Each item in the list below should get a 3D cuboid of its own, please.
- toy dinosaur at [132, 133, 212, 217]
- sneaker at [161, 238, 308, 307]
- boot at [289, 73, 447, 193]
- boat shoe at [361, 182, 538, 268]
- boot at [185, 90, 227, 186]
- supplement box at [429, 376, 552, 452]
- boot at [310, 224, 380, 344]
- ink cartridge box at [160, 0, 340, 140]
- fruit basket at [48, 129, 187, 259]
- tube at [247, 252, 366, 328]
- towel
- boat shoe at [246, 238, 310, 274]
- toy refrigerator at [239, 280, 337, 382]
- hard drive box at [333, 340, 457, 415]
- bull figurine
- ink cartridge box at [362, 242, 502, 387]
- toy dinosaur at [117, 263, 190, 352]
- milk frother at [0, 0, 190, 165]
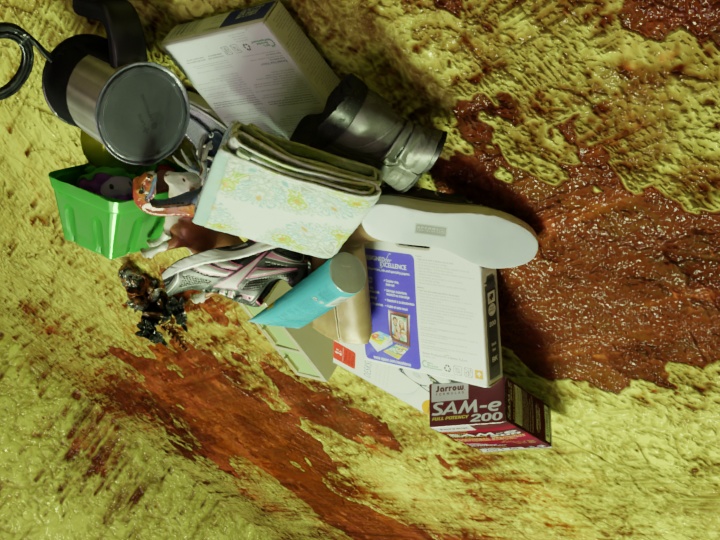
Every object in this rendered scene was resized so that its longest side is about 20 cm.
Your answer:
[{"bbox_3d":[-0.165,-0.083,1.151,0.105,0.179,0.202,88,156,-71],"label":"toy dinosaur"},{"bbox_3d":[-0.156,0.009,1.250,0.197,0.080,0.088,-16,91,15],"label":"sneaker"},{"bbox_3d":[-0.004,-0.116,1.045,0.130,0.069,0.199,31,150,-18],"label":"boot"},{"bbox_3d":[0.098,-0.056,1.092,0.196,0.067,0.071,8,130,2],"label":"boat shoe"},{"bbox_3d":[-0.178,-0.138,1.250,0.199,0.091,0.073,35,154,-3],"label":"boot"},{"bbox_3d":[0.177,0.195,1.321,0.107,0.062,0.200,-9,157,26],"label":"supplement box"},{"bbox_3d":[0.000,0.000,1.224,0.174,0.066,0.203,26,129,43],"label":"boot"},{"bbox_3d":[-0.101,-0.201,1.111,0.194,0.044,0.200,4,144,46],"label":"ink cartridge box"},{"bbox_3d":[-0.312,-0.141,1.340,0.154,0.217,0.217,21,152,26],"label":"fruit basket"},{"bbox_3d":[-0.064,0.038,1.223,0.076,0.051,0.199,15,152,-27],"label":"tube"},{"bbox_3d":[-0.082,-0.075,1.049,0.169,0.049,0.200,18,156,-13],"label":"towel"},{"bbox_3d":[-0.105,-0.025,1.380,0.197,0.069,0.074,27,153,14],"label":"boat shoe"},{"bbox_3d":[-0.111,0.091,1.583,0.075,0.070,0.201,8,144,41],"label":"toy refrigerator"},{"bbox_3d":[0.063,0.116,1.414,0.198,0.077,0.157,28,153,14],"label":"hard drive box"},{"bbox_3d":[-0.218,-0.043,1.322,0.201,0.120,0.066,52,-167,-41],"label":"bull figurine"},{"bbox_3d":[0.081,0.031,1.241,0.196,0.043,0.204,9,114,38],"label":"ink cartridge box"},{"bbox_3d":[-0.379,0.073,1.870,0.199,0.103,0.136,33,-179,-31],"label":"toy dinosaur"},{"bbox_3d":[-0.334,-0.210,1.151,0.187,0.199,0.183,30,146,49],"label":"milk frother"}]
